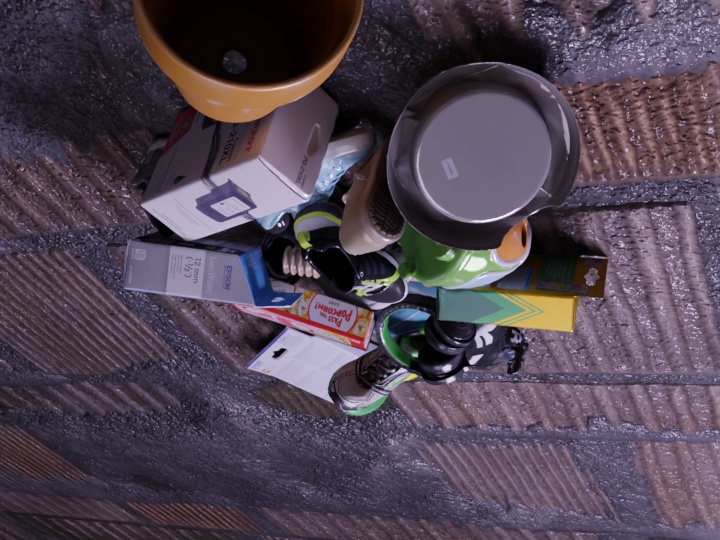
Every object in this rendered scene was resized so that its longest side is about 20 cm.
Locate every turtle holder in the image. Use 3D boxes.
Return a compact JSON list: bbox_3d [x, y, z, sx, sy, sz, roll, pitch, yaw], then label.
[{"bbox_3d":[0.116,-0.034,1.196,0.131,0.141,0.186,11,141,-28],"label":"turtle holder"}]

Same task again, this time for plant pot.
[{"bbox_3d":[-0.112,-0.229,0.944,0.199,0.201,0.183,18,165,-7],"label":"plant pot"}]

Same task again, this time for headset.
[{"bbox_3d":[0.120,0.091,1.340,0.199,0.094,0.124,20,133,14],"label":"headset"}]

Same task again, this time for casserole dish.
[{"bbox_3d":[0.053,0.048,1.452,0.121,0.039,0.200,26,146,-21],"label":"casserole dish"}]

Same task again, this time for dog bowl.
[{"bbox_3d":[0.122,-0.122,1.039,0.199,0.059,0.201,-2,114,-4],"label":"dog bowl"}]

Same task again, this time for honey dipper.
[{"bbox_3d":[0.000,0.000,1.276,0.199,0.038,0.038,9,149,12],"label":"honey dipper"}]

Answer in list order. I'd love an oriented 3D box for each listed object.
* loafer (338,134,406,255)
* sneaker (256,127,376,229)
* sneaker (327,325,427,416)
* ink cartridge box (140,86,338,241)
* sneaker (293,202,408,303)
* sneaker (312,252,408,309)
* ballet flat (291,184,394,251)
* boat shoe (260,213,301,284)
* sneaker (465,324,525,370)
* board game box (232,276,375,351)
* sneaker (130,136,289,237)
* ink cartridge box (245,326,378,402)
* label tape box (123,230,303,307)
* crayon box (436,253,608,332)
[{"bbox_3d":[0.019,-0.084,1.102,0.068,0.200,0.076,-31,107,30],"label":"loafer"},{"bbox_3d":[-0.052,-0.104,1.180,0.199,0.074,0.082,-20,102,37],"label":"sneaker"},{"bbox_3d":[0.035,0.131,1.421,0.078,0.200,0.085,49,146,13],"label":"sneaker"},{"bbox_3d":[-0.136,-0.131,1.133,0.199,0.145,0.084,-15,138,39],"label":"ink cartridge box"},{"bbox_3d":[-0.015,0.002,1.189,0.072,0.083,0.200,-28,134,27],"label":"sneaker"},{"bbox_3d":[-0.007,0.003,1.357,0.088,0.075,0.200,38,152,-22],"label":"sneaker"},{"bbox_3d":[-0.037,-0.071,1.265,0.199,0.069,0.068,28,146,-21],"label":"ballet flat"},{"bbox_3d":[-0.107,-0.015,1.385,0.071,0.068,0.200,17,149,-5],"label":"boat shoe"},{"bbox_3d":[0.196,0.077,1.424,0.111,0.073,0.200,10,149,-19],"label":"sneaker"},{"bbox_3d":[-0.080,0.054,1.382,0.199,0.047,0.152,18,172,5],"label":"board game box"},{"bbox_3d":[-0.195,-0.073,1.252,0.199,0.116,0.075,29,145,-2],"label":"sneaker"},{"bbox_3d":[-0.065,0.149,1.660,0.199,0.041,0.200,24,148,-16],"label":"ink cartridge box"},{"bbox_3d":[-0.173,-0.002,1.240,0.199,0.066,0.143,6,-174,4],"label":"label tape box"},{"bbox_3d":[0.204,0.023,1.260,0.199,0.126,0.052,4,114,16],"label":"crayon box"}]
